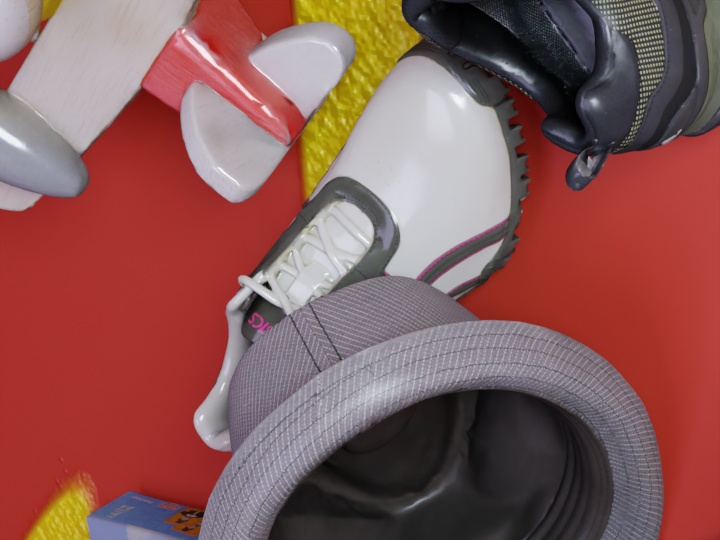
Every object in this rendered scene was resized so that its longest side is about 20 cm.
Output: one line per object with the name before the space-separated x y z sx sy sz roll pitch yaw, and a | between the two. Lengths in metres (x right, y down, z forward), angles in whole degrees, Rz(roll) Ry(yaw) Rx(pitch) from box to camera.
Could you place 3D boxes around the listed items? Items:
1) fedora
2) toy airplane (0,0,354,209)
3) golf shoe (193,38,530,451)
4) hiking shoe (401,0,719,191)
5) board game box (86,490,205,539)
fedora | 0.016 0.075 0.803 0.200 0.177 0.090 47 -171 -45
toy airplane | -0.104 -0.103 0.821 0.199 0.141 0.200 13 118 38
golf shoe | 0.000 0.000 0.823 0.077 0.088 0.200 42 131 23
hiking shoe | 0.047 -0.123 0.709 0.200 0.101 0.076 54 135 10
board game box | -0.036 0.192 0.983 0.200 0.037 0.151 7 114 42
